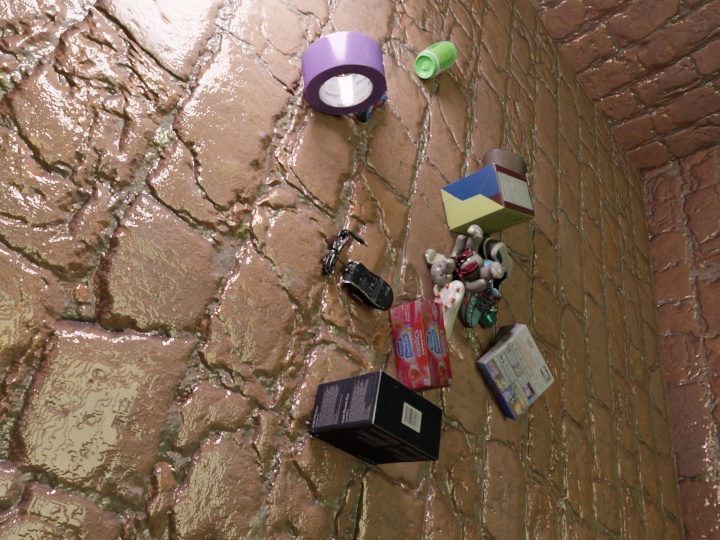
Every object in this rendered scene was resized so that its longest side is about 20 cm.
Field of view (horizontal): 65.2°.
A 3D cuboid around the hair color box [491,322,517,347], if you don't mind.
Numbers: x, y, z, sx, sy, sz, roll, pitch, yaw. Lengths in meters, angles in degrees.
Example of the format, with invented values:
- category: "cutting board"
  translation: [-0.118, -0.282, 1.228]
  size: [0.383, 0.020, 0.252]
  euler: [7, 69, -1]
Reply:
- category: "hair color box"
  translation: [0.484, 0.275, 1.722]
  size: [0.203, 0.060, 0.100]
  euler: [59, 41, -12]

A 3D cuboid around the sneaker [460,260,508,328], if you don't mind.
- category: "sneaker"
  translation: [0.352, 0.071, 1.589]
  size: [0.079, 0.095, 0.204]
  euler: [25, 86, -44]

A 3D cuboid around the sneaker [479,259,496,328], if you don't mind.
- category: "sneaker"
  translation: [0.379, 0.065, 1.673]
  size: [0.070, 0.079, 0.205]
  euler: [4, 72, -47]

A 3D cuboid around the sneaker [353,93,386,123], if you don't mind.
- category: "sneaker"
  translation: [0.036, -0.464, 1.514]
  size: [0.078, 0.074, 0.203]
  euler: [43, 48, -31]

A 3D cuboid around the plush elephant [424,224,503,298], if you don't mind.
- category: "plush elephant"
  translation: [0.256, -0.005, 1.522]
  size: [0.151, 0.201, 0.168]
  euler: [-10, 66, -26]

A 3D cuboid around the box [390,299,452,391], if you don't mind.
- category: "box"
  translation: [0.144, 0.182, 1.347]
  size: [0.094, 0.098, 0.205]
  euler: [11, 67, -45]

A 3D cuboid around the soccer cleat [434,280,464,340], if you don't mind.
- category: "soccer cleat"
  translation: [0.214, 0.123, 1.448]
  size: [0.077, 0.068, 0.203]
  euler: [40, 74, -44]

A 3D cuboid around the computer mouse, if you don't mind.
- category: "computer mouse"
  translation: [0.000, 0.000, 1.305]
  size: [0.198, 0.046, 0.143]
  euler: [34, 55, -20]

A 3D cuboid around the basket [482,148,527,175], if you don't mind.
- category: "basket"
  translation: [0.480, -0.274, 1.893]
  size: [0.179, 0.135, 0.204]
  euler: [31, 57, -32]

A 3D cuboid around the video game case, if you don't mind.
- category: "video game case"
  translation: [0.450, 0.292, 1.631]
  size: [0.180, 0.045, 0.203]
  euler: [-36, 103, -21]

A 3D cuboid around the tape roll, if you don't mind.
- category: "tape roll"
  translation: [-0.039, -0.459, 1.328]
  size: [0.197, 0.197, 0.087]
  euler: [8, 69, -46]

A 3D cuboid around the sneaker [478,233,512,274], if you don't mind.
- category: "sneaker"
  translation: [0.410, -0.048, 1.764]
  size: [0.073, 0.112, 0.201]
  euler: [-40, 143, -9]

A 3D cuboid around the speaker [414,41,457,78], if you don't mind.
- category: "speaker"
  translation: [0.246, -0.685, 1.831]
  size: [0.090, 0.087, 0.200]
  euler: [58, 41, -12]

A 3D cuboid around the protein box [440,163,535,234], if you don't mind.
- category: "protein box"
  translation: [0.385, -0.204, 1.700]
  size: [0.197, 0.196, 0.139]
  euler: [6, 70, -46]

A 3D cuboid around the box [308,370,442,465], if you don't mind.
- category: "box"
  translation: [0.032, 0.297, 1.111]
  size: [0.199, 0.180, 0.106]
  euler: [37, 49, -33]
